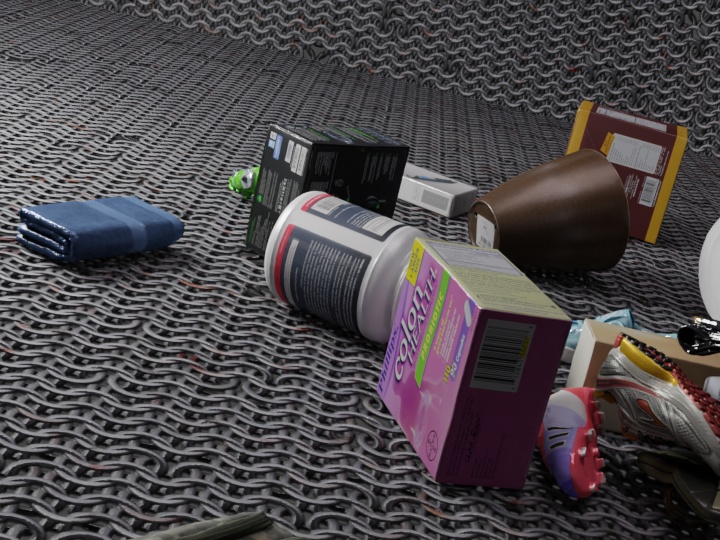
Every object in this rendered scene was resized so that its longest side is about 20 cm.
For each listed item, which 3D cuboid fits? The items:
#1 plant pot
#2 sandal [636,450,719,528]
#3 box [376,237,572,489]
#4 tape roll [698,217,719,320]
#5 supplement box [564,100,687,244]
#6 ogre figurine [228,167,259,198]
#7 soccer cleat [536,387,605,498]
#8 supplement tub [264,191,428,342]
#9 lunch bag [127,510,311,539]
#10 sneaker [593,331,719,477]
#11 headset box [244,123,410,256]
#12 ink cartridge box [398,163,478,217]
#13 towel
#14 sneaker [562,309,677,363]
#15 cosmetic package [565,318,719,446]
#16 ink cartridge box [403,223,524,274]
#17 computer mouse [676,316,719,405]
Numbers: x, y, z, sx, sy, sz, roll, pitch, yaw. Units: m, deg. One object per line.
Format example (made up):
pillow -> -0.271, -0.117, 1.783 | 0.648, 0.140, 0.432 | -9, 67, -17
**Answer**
plant pot -> 0.268, -0.074, 1.973 | 0.198, 0.189, 0.187 | -12, 26, -24
sandal -> 0.325, 0.217, 1.274 | 0.079, 0.058, 0.201 | 6, 3, -6
box -> 0.105, 0.086, 1.294 | 0.096, 0.178, 0.200 | 8, 18, -18
tape roll -> 0.584, 0.002, 1.890 | 0.070, 0.204, 0.202 | 1, 21, -34
supplement box -> 0.465, -0.180, 2.374 | 0.198, 0.199, 0.133 | 17, 17, 9
ogre figurine -> -0.098, -0.118, 1.937 | 0.199, 0.099, 0.120 | 30, 0, 3
soccer cleat -> 0.203, 0.174, 1.316 | 0.076, 0.067, 0.200 | -13, 16, 17
supplement tub -> 0.000, 0.000, 1.546 | 0.199, 0.142, 0.140 | 23, 19, 26
lunch bag -> -0.110, 0.224, 0.785 | 0.167, 0.141, 0.199 | 7, 8, 42
sneaker -> 0.305, 0.146, 1.287 | 0.077, 0.083, 0.200 | 23, 15, -37
headset box -> -0.039, -0.102, 1.778 | 0.199, 0.176, 0.092 | -5, 25, -44
ink cartridge box -> 0.112, -0.152, 2.277 | 0.199, 0.045, 0.176 | 23, 20, 26
towel -> -0.316, -0.049, 1.614 | 0.111, 0.049, 0.199 | 24, 19, 30
sneaker -> 0.303, 0.078, 1.633 | 0.198, 0.083, 0.074 | 16, 16, 9
cosmetic package -> 0.335, 0.131, 1.460 | 0.198, 0.106, 0.071 | 11, 17, -4
ink cartridge box -> 0.102, 0.006, 1.728 | 0.199, 0.068, 0.116 | 23, 20, 29
computer mouse -> 0.368, 0.145, 1.315 | 0.044, 0.202, 0.109 | -25, 24, -30
